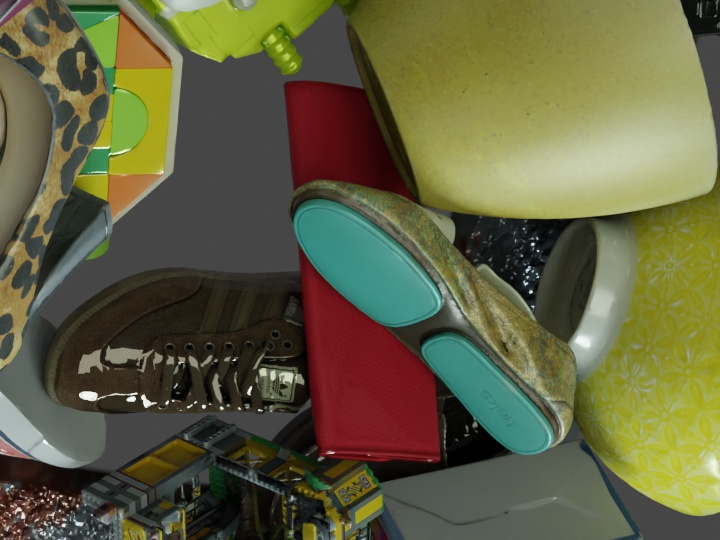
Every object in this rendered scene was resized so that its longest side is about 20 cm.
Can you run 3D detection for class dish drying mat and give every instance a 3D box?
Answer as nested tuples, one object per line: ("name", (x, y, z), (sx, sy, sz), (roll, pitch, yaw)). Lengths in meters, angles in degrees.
("dish drying mat", (0.000, 0.000, 1.122), (0.076, 0.018, 0.202), (7, 69, -35))

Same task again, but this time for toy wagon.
("toy wagon", (-0.187, -0.076, 1.038), (0.198, 0.040, 0.156), (-3, 120, -18))

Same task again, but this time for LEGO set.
("LEGO set", (-0.072, 0.178, 1.120), (0.116, 0.153, 0.201), (-29, 137, -44))

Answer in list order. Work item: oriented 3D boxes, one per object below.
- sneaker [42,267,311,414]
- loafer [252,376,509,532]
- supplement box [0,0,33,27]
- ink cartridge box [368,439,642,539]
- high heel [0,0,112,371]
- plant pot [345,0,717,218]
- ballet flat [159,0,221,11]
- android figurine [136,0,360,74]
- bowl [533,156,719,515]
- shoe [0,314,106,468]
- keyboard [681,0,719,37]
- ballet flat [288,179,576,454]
("sneaker", (-0.063, 0.040, 1.108), (0.199, 0.075, 0.071), (-12, 120, -37))
("loafer", (0.025, 0.097, 1.195), (0.199, 0.071, 0.073), (-33, 117, -13))
("supplement box", (-0.163, -0.213, 0.851), (0.200, 0.131, 0.103), (47, 127, -6))
("ink cartridge box", (0.060, 0.193, 1.210), (0.136, 0.077, 0.201), (-10, 142, -22))
("high heel", (-0.174, -0.043, 0.952), (0.143, 0.071, 0.201), (-51, 145, -36))
("plant pot", (0.075, -0.107, 1.100), (0.141, 0.200, 0.201), (-21, 115, -3))
("ballet flat", (-0.022, -0.199, 1.037), (0.200, 0.069, 0.070), (-45, 119, -8))
("android figurine", (-0.073, -0.188, 1.078), (0.182, 0.041, 0.200), (-41, 117, -9))
("bowl", (0.158, 0.023, 1.174), (0.107, 0.200, 0.201), (17, 98, -17))
("shoe", (-0.215, 0.053, 1.074), (0.091, 0.072, 0.200), (-20, 147, 22))
("keyboard", (0.195, -0.229, 1.205), (0.126, 0.021, 0.202), (-6, 109, -18))
("ballet flat", (0.041, 0.011, 1.096), (0.071, 0.071, 0.200), (-47, 113, -5))
